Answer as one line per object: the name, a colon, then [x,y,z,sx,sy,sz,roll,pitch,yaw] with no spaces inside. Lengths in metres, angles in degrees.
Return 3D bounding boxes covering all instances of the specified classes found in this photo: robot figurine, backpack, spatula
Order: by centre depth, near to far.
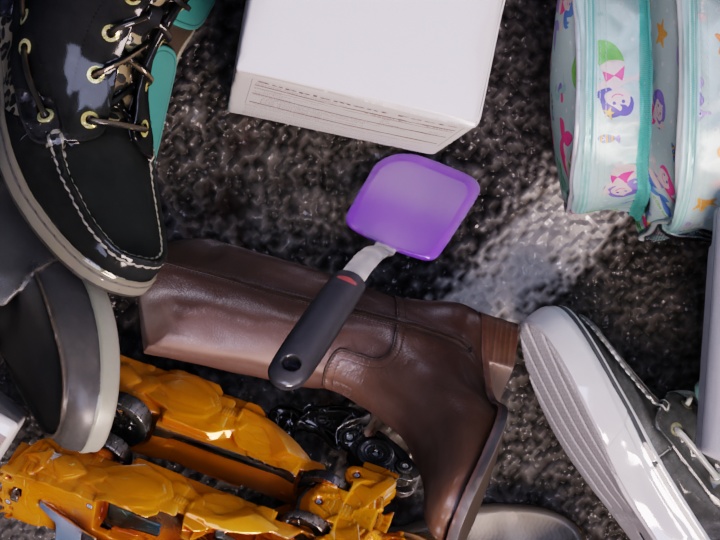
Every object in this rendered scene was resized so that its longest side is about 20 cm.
backpack: [0.169,-0.099,1.208,0.150,0.200,0.178,0,89,-4]
robot figurine: [-0.069,0.112,1.221,0.200,0.058,0.145,21,46,8]
spatula: [0.000,0.000,1.221,0.056,0.200,0.021,23,128,11]

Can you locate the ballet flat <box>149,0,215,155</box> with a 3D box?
ballet flat: [-0.117,-0.127,1.258,0.062,0.067,0.200,18,84,25]

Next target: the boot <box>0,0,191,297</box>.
boot: [-0.108,-0.107,1.163,0.154,0.073,0.204,-40,57,31]

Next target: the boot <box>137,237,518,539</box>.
boot: [-0.028,0.054,1.204,0.200,0.186,0.064,17,117,-2]

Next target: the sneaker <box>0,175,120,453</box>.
sneaker: [-0.192,0.011,1.193,0.106,0.075,0.200,-3,48,-31]

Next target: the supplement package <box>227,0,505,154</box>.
supplement package: [0.003,-0.129,1.195,0.117,0.200,0.117,13,87,-4]

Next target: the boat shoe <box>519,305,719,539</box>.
boat shoe: [0.156,0.094,1.275,0.071,0.072,0.200,-35,101,-13]

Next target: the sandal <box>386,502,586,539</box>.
sandal: [0.020,0.159,1.262,0.199,0.055,0.082,3,88,-4]

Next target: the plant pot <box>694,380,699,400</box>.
plant pot: [0.281,0.054,1.228,0.200,0.141,0.142,-25,90,-12]

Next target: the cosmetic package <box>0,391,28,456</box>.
cosmetic package: [-0.225,0.074,1.173,0.113,0.200,0.081,32,86,-2]

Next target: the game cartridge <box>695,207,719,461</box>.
game cartridge: [0.257,0.043,1.138,0.199,0.042,0.134,3,86,-7]
